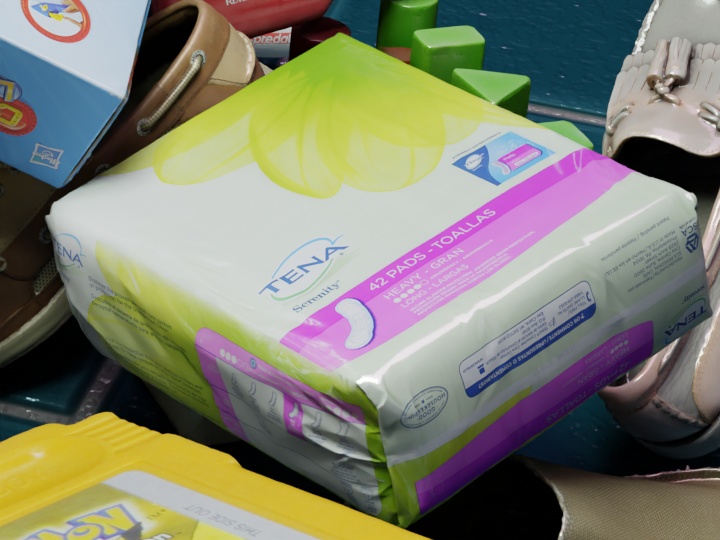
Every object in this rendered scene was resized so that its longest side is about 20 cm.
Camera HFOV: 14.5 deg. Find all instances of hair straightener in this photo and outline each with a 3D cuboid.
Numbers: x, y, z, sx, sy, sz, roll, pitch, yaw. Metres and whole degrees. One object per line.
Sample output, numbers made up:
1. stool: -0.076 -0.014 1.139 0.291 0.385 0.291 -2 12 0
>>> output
1. hair straightener: -0.024 -0.130 1.199 0.200 0.041 0.077 -26 12 -33

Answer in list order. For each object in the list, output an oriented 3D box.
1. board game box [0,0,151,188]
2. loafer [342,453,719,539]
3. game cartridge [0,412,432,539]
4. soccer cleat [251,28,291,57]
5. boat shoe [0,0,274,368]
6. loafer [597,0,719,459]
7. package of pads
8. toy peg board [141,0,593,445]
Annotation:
1. board game box: -0.167 -0.154 1.042 0.199 0.056 0.196 26 43 -16
2. loafer: 0.071 0.100 0.979 0.199 0.068 0.076 -11 36 -26
3. game cartridge: -0.090 0.098 0.808 0.176 0.033 0.200 -23 26 -35
4. soccer cleat: -0.077 -0.163 1.402 0.085 0.069 0.200 5 33 -20
5. boat shoe: -0.123 -0.034 1.090 0.200 0.074 0.076 -38 41 -9
6. loafer: 0.125 -0.030 1.104 0.072 0.201 0.063 -7 -23 34
7. package of pads: 0.000 0.000 0.997 0.154 0.068 0.200 -32 38 -26
8. toy peg board: -0.014 -0.037 1.164 0.198 0.098 0.200 -9 33 -25
